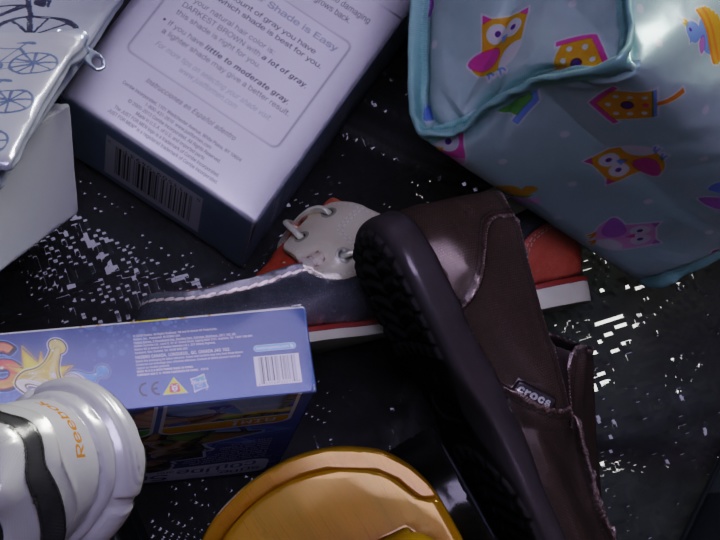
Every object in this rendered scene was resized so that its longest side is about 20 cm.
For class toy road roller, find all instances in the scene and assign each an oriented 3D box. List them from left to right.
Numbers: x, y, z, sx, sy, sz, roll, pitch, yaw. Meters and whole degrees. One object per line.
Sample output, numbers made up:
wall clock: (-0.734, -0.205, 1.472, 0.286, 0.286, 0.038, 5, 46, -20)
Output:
toy road roller: (0.014, 0.160, 0.794, 0.123, 0.146, 0.200, -28, 88, 1)

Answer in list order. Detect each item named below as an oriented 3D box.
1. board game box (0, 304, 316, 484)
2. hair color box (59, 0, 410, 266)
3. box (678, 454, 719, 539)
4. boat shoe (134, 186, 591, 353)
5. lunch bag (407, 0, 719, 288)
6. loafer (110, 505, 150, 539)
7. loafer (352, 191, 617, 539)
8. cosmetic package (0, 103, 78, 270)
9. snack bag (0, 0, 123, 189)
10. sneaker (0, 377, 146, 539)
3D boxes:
board game box: (-0.124, 0.057, 0.837, 0.199, 0.135, 0.035, -5, 73, -11)
hair color box: (-0.034, -0.113, 0.950, 0.099, 0.061, 0.200, 33, 70, 4)
box: (0.188, 0.131, 0.826, 0.046, 0.200, 0.159, 38, 68, -22)
boat shoe: (0.000, 0.000, 0.906, 0.199, 0.071, 0.063, -10, 87, -18)
lunch bag: (0.105, -0.119, 0.904, 0.170, 0.122, 0.201, 29, 50, -44)
loafer: (-0.091, 0.166, 0.786, 0.072, 0.073, 0.200, -24, 71, 3)
loafer: (0.070, 0.056, 0.865, 0.071, 0.073, 0.200, -31, 110, -17)
cosmetic package: (-0.217, -0.018, 0.808, 0.150, 0.052, 0.200, 6, 24, 20)
snack bag: (-0.194, -0.091, 0.857, 0.188, 0.021, 0.200, 6, 31, 9)
sneaker: (-0.160, 0.114, 0.744, 0.074, 0.080, 0.200, 44, 108, 18)
